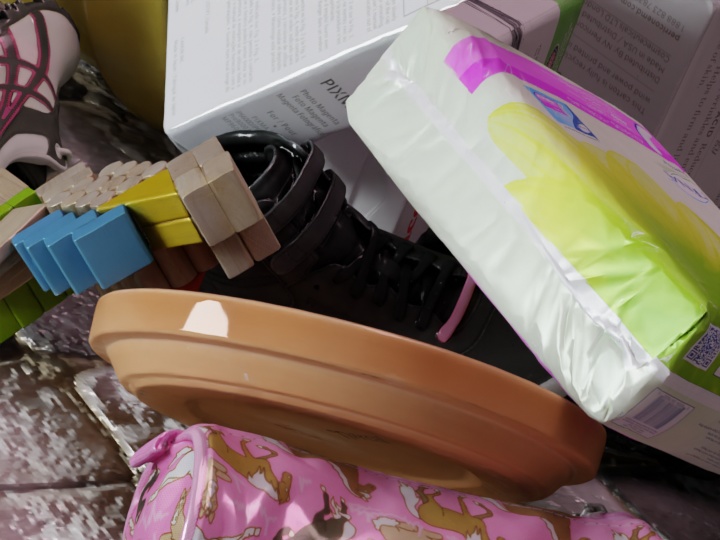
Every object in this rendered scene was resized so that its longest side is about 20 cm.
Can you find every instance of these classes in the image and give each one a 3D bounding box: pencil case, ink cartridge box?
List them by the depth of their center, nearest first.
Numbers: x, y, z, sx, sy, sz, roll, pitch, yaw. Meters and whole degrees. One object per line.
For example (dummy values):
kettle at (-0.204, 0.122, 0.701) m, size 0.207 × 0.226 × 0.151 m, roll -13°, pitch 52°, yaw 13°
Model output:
pencil case at (0.013, 0.112, 0.814) m, size 0.199 × 0.083 × 0.087 m, roll 14°, pitch 26°, yaw -18°
ink cartridge box at (0.005, -0.146, 0.998) m, size 0.057 × 0.199 × 0.163 m, roll 40°, pitch 40°, yaw -47°
ink cartridge box at (0.023, -0.072, 1.142) m, size 0.084 × 0.146 × 0.200 m, roll 27°, pitch 23°, yaw 14°

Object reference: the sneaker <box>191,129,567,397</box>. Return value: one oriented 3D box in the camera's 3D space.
sneaker at (0.000, 0.000, 0.965) m, size 0.199 × 0.099 × 0.071 m, roll 14°, pitch 56°, yaw 25°

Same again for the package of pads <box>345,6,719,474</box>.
package of pads at (0.101, -0.003, 0.908) m, size 0.154 × 0.068 × 0.200 m, roll 24°, pitch 22°, yaw -47°

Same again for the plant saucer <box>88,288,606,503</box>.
plant saucer at (-0.007, 0.052, 0.879) m, size 0.199 × 0.032 × 0.200 m, roll 14°, pitch -12°, yaw 3°

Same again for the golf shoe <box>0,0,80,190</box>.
golf shoe at (-0.171, -0.067, 1.077) m, size 0.088 × 0.077 × 0.200 m, roll 46°, pitch 25°, yaw -1°

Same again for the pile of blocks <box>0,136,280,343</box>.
pile of blocks at (-0.108, 0.000, 0.921) m, size 0.199 × 0.062 × 0.082 m, roll -5°, pitch 32°, yaw 47°

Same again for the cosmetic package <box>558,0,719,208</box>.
cosmetic package at (0.175, -0.118, 1.356) m, size 0.199 × 0.166 × 0.165 m, roll -4°, pitch 35°, yaw -47°

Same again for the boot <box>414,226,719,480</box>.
boot at (0.085, 0.011, 1.102) m, size 0.157 × 0.080 × 0.211 m, roll 13°, pitch 25°, yaw -21°

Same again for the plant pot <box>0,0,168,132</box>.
plant pot at (-0.095, -0.175, 1.220) m, size 0.188 × 0.202 × 0.200 m, roll 20°, pitch 17°, yaw 38°
